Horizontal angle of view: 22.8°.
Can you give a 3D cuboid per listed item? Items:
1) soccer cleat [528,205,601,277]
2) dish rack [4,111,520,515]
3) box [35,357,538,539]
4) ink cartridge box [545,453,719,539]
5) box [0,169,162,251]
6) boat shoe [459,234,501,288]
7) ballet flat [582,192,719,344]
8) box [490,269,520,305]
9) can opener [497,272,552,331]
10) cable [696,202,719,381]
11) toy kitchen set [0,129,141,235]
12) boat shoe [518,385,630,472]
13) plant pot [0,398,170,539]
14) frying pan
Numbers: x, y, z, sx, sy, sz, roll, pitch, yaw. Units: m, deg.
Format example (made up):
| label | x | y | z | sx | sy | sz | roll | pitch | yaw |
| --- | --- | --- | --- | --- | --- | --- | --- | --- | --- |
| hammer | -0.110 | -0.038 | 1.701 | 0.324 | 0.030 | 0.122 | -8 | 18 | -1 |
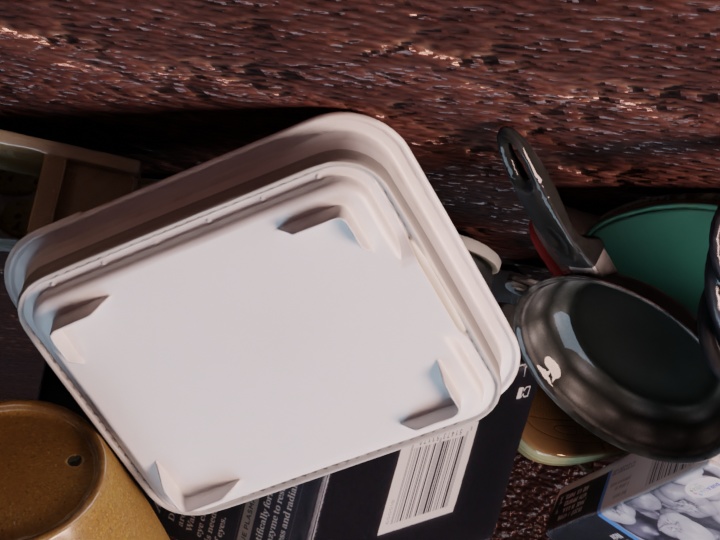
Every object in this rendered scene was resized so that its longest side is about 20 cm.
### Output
| label | x | y | z | sx | sy | sz | roll | pitch | yaw |
| --- | --- | --- | --- | --- | --- | --- | --- | --- | --- |
| soccer cleat | 0.168 | 0.006 | 0.896 | 0.199 | 0.069 | 0.085 | 29 | 124 | -30 |
| dish rack | -0.044 | 0.033 | 0.791 | 0.199 | 0.044 | 0.172 | -21 | 121 | 17 |
| box | -0.040 | 0.075 | 0.989 | 0.199 | 0.118 | 0.196 | 24 | -164 | 32 |
| ink cartridge box | 0.234 | 0.164 | 1.022 | 0.199 | 0.044 | 0.198 | 29 | 153 | -9 |
| box | -0.170 | -0.030 | 0.957 | 0.199 | 0.042 | 0.039 | 5 | 172 | 16 |
| boat shoe | 0.000 | 0.000 | 0.962 | 0.199 | 0.061 | 0.075 | 14 | 168 | -41 |
| ballet flat | 0.199 | 0.001 | 0.811 | 0.199 | 0.075 | 0.074 | 4 | 171 | 28 |
| box | 0.056 | 0.059 | 1.187 | 0.124 | 0.098 | 0.200 | 4 | 171 | 16 |
| can opener | 0.170 | 0.053 | 1.061 | 0.199 | 0.067 | 0.053 | 22 | 173 | -7 |
| cable | 0.232 | 0.018 | 0.719 | 0.199 | 0.051 | 0.163 | 29 | 136 | -11 |
| toy kitchen set | -0.199 | 0.025 | 0.836 | 0.162 | 0.182 | 0.200 | 11 | 171 | -5 |
| boat shoe | 0.159 | 0.081 | 1.106 | 0.199 | 0.074 | 0.063 | -16 | 158 | -38 |
| plant pot | -0.160 | 0.164 | 0.873 | 0.185 | 0.187 | 0.201 | 5 | 131 | 6 |
| frying pan | 0.098 | 0.014 | 0.804 | 0.190 | 0.031 | 0.115 | 49 | 148 | -13 |
